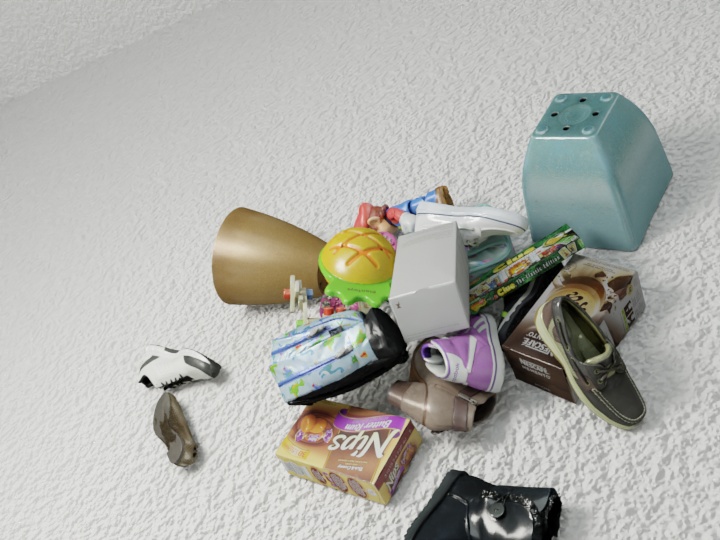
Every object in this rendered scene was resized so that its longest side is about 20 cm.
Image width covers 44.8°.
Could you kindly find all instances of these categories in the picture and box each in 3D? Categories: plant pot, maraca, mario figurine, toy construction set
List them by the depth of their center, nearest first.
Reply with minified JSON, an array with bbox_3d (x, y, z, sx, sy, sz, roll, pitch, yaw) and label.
[{"bbox_3d":[0.000,0.000,1.389,0.134,0.109,0.201,2,31,-3],"label":"maraca"},{"bbox_3d":[0.377,-0.179,1.439,0.193,0.201,0.197,8,50,39],"label":"plant pot"},{"bbox_3d":[-0.038,0.067,1.486,0.196,0.134,0.092,3,9,6],"label":"toy construction set"},{"bbox_3d":[0.079,-0.084,1.617,0.197,0.123,0.108,-19,57,19],"label":"mario figurine"},{"bbox_3d":[-0.150,-0.014,1.648,0.197,0.188,0.188,9,49,22],"label":"plant pot"}]

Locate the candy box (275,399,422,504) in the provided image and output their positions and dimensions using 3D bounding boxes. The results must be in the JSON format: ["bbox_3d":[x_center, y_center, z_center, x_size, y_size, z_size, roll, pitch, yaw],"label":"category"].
[{"bbox_3d":[-0.019,0.267,1.312,0.198,0.057,0.117,5,48,40],"label":"candy box"}]

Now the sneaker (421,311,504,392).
[{"bbox_3d":[0.146,0.107,1.304,0.112,0.074,0.201,9,18,-3],"label":"sneaker"}]

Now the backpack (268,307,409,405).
[{"bbox_3d":[-0.042,0.131,1.337,0.199,0.155,0.163,-39,-5,8],"label":"backpack"}]

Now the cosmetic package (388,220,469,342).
[{"bbox_3d":[0.109,0.013,1.341,0.106,0.086,0.201,-14,27,15],"label":"cosmetic package"}]

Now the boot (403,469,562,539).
[{"bbox_3d":[0.149,0.342,1.090,0.166,0.077,0.201,2,41,41],"label":"boot"}]

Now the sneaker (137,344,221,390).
[{"bbox_3d":[-0.337,0.190,1.622,0.197,0.074,0.081,-1,59,40],"label":"sneaker"}]

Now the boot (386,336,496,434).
[{"bbox_3d":[0.135,0.174,1.309,0.144,0.071,0.200,13,34,24],"label":"boot"}]

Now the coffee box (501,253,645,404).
[{"bbox_3d":[0.314,0.081,1.279,0.112,0.080,0.200,19,58,44],"label":"coffee box"}]

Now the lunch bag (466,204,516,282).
[{"bbox_3d":[0.172,-0.022,1.499,0.197,0.078,0.162,-23,37,10],"label":"lunch bag"}]

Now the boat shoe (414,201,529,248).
[{"bbox_3d":[0.181,-0.067,1.442,0.197,0.073,0.068,8,81,33],"label":"boat shoe"}]

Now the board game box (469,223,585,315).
[{"bbox_3d":[0.250,-0.003,1.364,0.198,0.024,0.105,-32,9,9],"label":"board game box"}]

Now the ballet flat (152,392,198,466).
[{"bbox_3d":[-0.320,0.278,1.521,0.068,0.046,0.200,-63,31,8],"label":"ballet flat"}]

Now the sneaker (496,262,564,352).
[{"bbox_3d":[0.255,0.056,1.375,0.082,0.072,0.201,-8,35,50],"label":"sneaker"}]

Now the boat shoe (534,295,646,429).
[{"bbox_3d":[0.309,0.121,1.157,0.071,0.066,0.202,-33,80,-19],"label":"boat shoe"}]

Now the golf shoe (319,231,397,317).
[{"bbox_3d":[0.008,0.023,1.575,0.200,0.091,0.075,-47,67,9],"label":"golf shoe"}]
